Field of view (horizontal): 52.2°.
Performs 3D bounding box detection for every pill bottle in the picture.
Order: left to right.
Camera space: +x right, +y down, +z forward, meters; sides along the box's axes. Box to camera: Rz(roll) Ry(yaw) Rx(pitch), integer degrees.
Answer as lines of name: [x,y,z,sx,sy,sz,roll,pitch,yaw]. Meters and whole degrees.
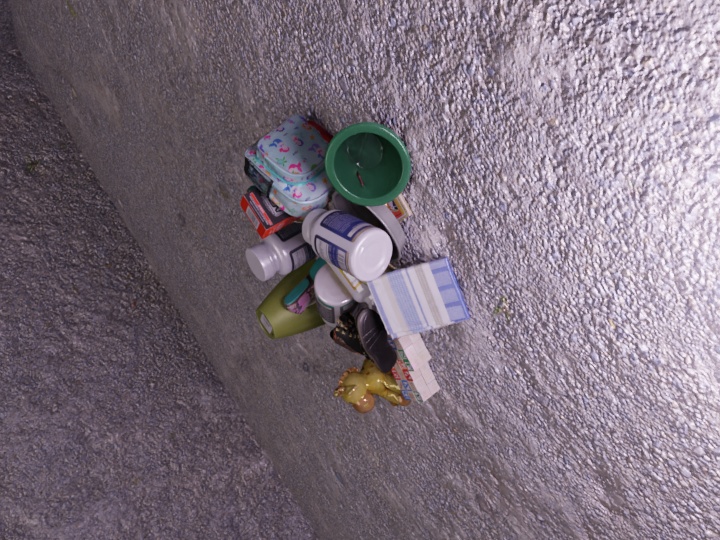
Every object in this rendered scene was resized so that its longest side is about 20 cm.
pill bottle: [-0.183,-0.061,1.847,0.119,0.199,0.121,41,148,32]
pill bottle: [-0.057,0.067,1.828,0.113,0.113,0.201,50,165,17]
pill bottle: [-0.035,-0.063,1.544,0.199,0.110,0.112,29,141,44]
pill bottle: [0.000,0.000,1.693,0.201,0.104,0.104,53,153,13]

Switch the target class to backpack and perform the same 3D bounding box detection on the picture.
backpack: [-0.139,-0.228,1.626,0.200,0.177,0.151,47,154,5]

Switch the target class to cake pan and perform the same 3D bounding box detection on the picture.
cake pan: [0.022,-0.103,1.570,0.200,0.037,0.201,41,163,16]

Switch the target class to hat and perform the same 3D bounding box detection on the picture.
hat: [0.006,-0.251,1.490,0.200,0.165,0.177,44,-159,-21]

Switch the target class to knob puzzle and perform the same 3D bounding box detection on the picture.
knob puzzle: [0.014,-0.166,1.579,0.219,0.030,0.221,42,149,32]

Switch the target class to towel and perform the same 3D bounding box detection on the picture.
towel: [0.119,0.059,1.532,0.198,0.024,0.149,-17,105,30]

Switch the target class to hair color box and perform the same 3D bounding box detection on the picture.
hair color box: [-0.168,-0.168,1.708,0.102,0.199,0.061,55,155,6]

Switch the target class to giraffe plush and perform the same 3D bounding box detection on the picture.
giraffe plush: [0.021,0.293,1.892,0.200,0.161,0.174,46,151,24]

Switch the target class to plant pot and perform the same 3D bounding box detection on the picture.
plant pot: [-0.180,0.095,2.004,0.187,0.199,0.189,41,149,32]

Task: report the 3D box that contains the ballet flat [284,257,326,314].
ballet flat: [-0.113,0.033,1.901,0.071,0.200,0.069,34,-167,-36]

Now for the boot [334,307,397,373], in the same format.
boot: [-0.001,0.142,1.718,0.150,0.073,0.201,28,157,42]

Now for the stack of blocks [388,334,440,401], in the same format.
stack of blocks: [0.114,0.212,1.761,0.115,0.058,0.202,-10,108,62]

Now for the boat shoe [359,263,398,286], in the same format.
boat shoe: [0.073,0.022,1.594,0.199,0.073,0.064,35,130,10]

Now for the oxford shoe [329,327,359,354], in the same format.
oxford shoe: [-0.035,0.177,1.918,0.200,0.071,0.072,157,122,-75]

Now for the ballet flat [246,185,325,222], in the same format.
ballet flat: [-0.185,-0.151,1.793,0.197,0.069,0.064,15,130,-4]
